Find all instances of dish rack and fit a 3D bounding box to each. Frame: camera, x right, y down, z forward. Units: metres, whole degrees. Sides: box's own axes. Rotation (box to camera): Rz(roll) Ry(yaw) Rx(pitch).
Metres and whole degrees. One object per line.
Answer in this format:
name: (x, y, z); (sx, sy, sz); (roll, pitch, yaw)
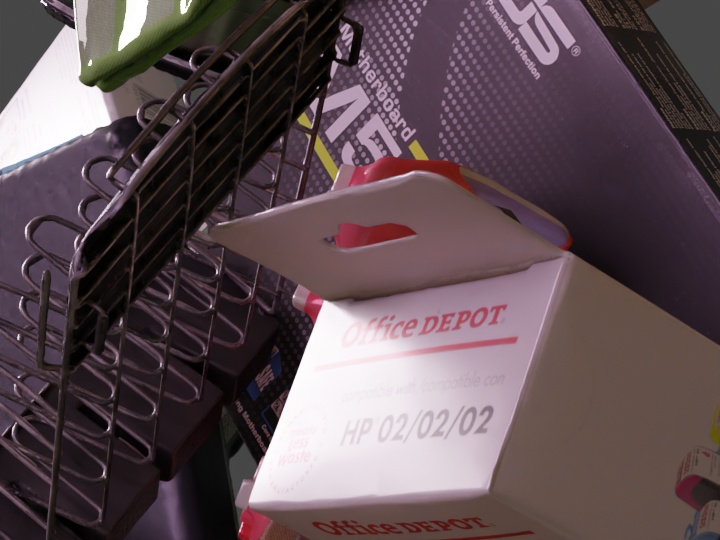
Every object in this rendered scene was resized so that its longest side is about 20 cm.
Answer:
dish rack: (-0.065, 0.005, 0.764); (0.154, 0.054, 0.201); (-52, -14, -37)

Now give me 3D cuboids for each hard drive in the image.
hard drive: (-0.114, 0.059, 0.971); (0.139, 0.033, 0.201); (-22, 69, 32)

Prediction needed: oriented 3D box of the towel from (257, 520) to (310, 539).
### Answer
towel: (-0.017, 0.188, 0.766); (0.201, 0.146, 0.022); (-57, -5, 1)

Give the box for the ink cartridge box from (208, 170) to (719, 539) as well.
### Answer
ink cartridge box: (0.053, 0.055, 0.691); (0.115, 0.199, 0.068); (-12, 52, 56)

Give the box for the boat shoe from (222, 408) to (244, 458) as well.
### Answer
boat shoe: (-0.073, 0.042, 1.075); (0.201, 0.073, 0.065); (-58, -7, -7)

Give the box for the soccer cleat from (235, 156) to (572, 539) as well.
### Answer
soccer cleat: (0.004, 0.062, 0.803); (0.067, 0.076, 0.201); (-61, -13, -69)

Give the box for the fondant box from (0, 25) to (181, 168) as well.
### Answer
fondant box: (-0.162, -0.011, 1.283); (0.200, 0.058, 0.145); (-51, 28, 16)

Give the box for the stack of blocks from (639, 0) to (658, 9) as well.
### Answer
stack of blocks: (0.133, -0.209, 0.984); (0.115, 0.058, 0.201); (-28, 40, 47)

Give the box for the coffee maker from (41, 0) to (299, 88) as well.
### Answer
coffee maker: (-0.032, -0.187, 1.064); (0.192, 0.134, 0.201); (-82, 11, -73)

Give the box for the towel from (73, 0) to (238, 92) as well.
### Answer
towel: (-0.068, -0.181, 0.933); (0.149, 0.031, 0.201); (-29, 59, 52)

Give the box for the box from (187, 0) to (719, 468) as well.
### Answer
box: (0.035, 0.002, 0.844); (0.193, 0.047, 0.201); (-45, 64, 30)

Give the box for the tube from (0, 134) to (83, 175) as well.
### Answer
tube: (-0.116, 0.044, 1.025); (0.077, 0.050, 0.201); (-19, 68, -5)
